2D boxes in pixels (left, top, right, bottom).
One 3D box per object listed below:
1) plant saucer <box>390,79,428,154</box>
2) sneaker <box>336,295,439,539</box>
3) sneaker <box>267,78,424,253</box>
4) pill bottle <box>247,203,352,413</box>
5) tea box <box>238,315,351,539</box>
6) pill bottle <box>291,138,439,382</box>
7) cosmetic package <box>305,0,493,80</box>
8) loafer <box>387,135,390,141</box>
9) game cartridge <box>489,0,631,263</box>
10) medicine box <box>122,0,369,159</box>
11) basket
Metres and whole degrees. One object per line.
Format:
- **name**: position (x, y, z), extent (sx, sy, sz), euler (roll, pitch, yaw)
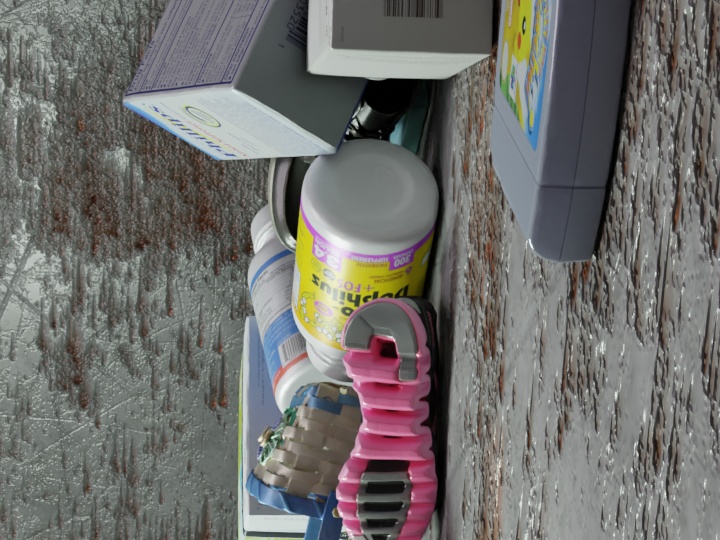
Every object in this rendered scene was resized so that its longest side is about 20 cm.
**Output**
- **plant saucer**: position (0.035, -0.114, 1.457), extent (0.200, 0.019, 0.071), euler (101, 168, -64)
- **sneaker**: position (0.031, 0.110, 1.283), extent (0.095, 0.078, 0.202), euler (-39, -46, -68)
- **sneaker**: position (-0.015, -0.100, 1.367), extent (0.106, 0.074, 0.202), euler (-135, 61, -68)
- **pill bottle**: position (-0.041, 0.032, 1.592), extent (0.113, 0.111, 0.201), euler (98, 162, -50)
- **tea box**: position (-0.052, 0.171, 1.704), extent (0.197, 0.132, 0.202), euler (102, 168, -65)
- **pill bottle**: position (0.000, 0.000, 1.356), extent (0.201, 0.103, 0.105), euler (97, 172, -51)
- **cosmetic package**: position (0.022, -0.174, 1.157), extent (0.200, 0.106, 0.086), euler (-156, 67, -83)
- **loafer**: position (-0.001, -0.050, 1.469), extent (0.069, 0.070, 0.202), euler (24, 113, 40)
- **game cartridge**: position (0.091, -0.114, 0.797), extent (0.134, 0.040, 0.202), euler (-112, 23, -67)
- **medicine box**: position (-0.070, -0.190, 1.348), extent (0.199, 0.102, 0.184), euler (3, 67, 58)
- **basket**: position (-0.027, 0.193, 1.407), extent (0.176, 0.138, 0.202), euler (143, 137, -82)
